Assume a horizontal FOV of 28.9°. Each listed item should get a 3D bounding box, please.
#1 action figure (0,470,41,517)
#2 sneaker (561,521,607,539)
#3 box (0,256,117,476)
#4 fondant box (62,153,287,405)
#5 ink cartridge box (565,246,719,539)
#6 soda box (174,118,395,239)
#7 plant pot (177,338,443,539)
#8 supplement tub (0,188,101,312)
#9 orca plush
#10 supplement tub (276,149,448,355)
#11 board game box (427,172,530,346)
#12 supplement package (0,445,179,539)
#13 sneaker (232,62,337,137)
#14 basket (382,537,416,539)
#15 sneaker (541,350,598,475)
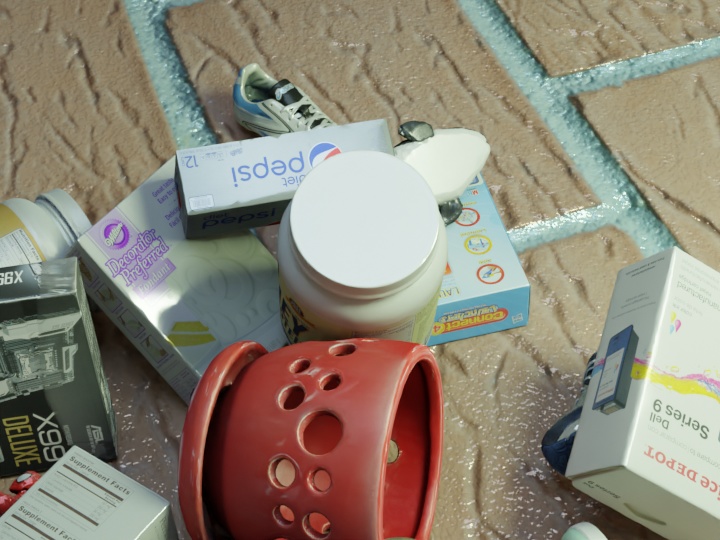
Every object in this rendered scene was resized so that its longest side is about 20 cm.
[{"bbox_3d":[-0.360,0.217,1.168,0.199,0.066,0.099,-36,70,-29],"label":"action figure"},{"bbox_3d":[0.145,0.281,1.067,0.116,0.074,0.202,1,47,-5],"label":"sneaker"},{"bbox_3d":[-0.302,0.089,1.203,0.155,0.202,0.050,-8,40,-5],"label":"box"},{"bbox_3d":[-0.156,0.014,1.294,0.200,0.058,0.144,48,56,-4],"label":"fondant box"},{"bbox_3d":[0.267,0.107,1.152,0.144,0.087,0.202,29,65,-17],"label":"ink cartridge box"},{"bbox_3d":[-0.068,-0.083,1.272,0.197,0.068,0.064,-10,74,-12],"label":"soda box"},{"bbox_3d":[-0.038,0.149,1.130,0.180,0.202,0.202,7,45,18],"label":"plant pot"},{"bbox_3d":[-0.344,0.022,1.311,0.199,0.146,0.144,-30,50,-25],"label":"supplement tub"},{"bbox_3d":[0.040,-0.074,1.382,0.105,0.071,0.200,47,65,-13],"label":"orca plush"},{"bbox_3d":[0.000,0.000,1.200,0.142,0.201,0.147,1,65,-2],"label":"supplement tub"},{"bbox_3d":[0.046,-0.015,1.386,0.197,0.056,0.197,-11,46,-7],"label":"board game box"},{"bbox_3d":[-0.242,0.258,1.091,0.109,0.115,0.200,24,51,27],"label":"supplement package"},{"bbox_3d":[-0.068,-0.162,1.530,0.199,0.073,0.072,34,54,30],"label":"sneaker"},{"bbox_3d":[-0.056,0.265,0.999,0.198,0.138,0.179,-10,4,38],"label":"basket"},{"bbox_3d":[0.224,0.116,1.242,0.198,0.078,0.085,-25,41,-32],"label":"sneaker"}]
